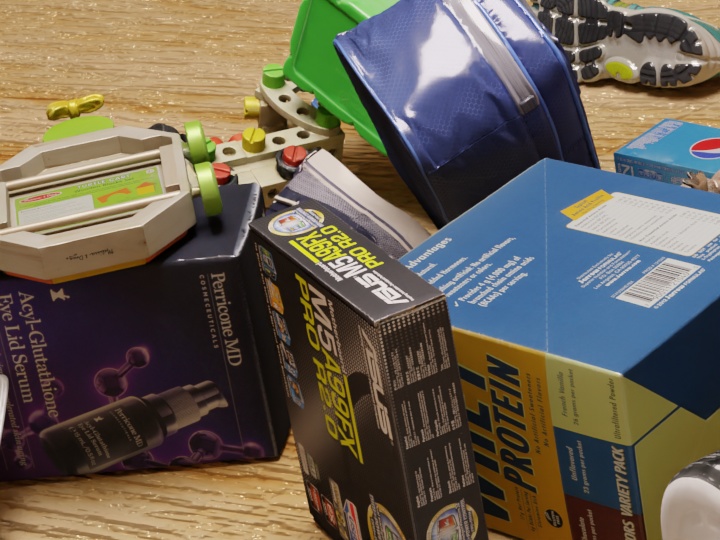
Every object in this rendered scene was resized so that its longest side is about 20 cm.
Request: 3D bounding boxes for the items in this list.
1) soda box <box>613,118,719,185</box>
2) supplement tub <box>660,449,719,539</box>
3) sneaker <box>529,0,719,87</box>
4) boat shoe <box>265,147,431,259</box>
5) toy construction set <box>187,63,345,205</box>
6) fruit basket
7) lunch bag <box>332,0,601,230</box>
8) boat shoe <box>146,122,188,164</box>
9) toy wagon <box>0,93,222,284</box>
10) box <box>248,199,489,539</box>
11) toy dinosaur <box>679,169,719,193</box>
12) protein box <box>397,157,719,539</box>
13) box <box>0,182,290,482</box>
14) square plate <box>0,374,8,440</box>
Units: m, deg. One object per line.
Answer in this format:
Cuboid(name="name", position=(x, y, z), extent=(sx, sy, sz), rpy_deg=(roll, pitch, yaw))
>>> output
Cuboid(name="soda box", position=(0.269, -0.046, 1.538), extent=(0.199, 0.068, 0.064), rpy_deg=(16, 36, 42))
Cuboid(name="supplement tub", position=(0.263, 0.120, 1.158), extent=(0.199, 0.123, 0.122), rpy_deg=(-21, 28, -20))
Cuboid(name="sneaker", position=(0.216, -0.185, 1.852), extent=(0.200, 0.078, 0.079), rpy_deg=(21, 21, 40))
Cuboid(name="boat shoe", position=(0.000, 0.000, 1.570), extent=(0.093, 0.075, 0.200), rpy_deg=(-45, 44, -5))
Cuboid(name="toy construction set", position=(-0.096, -0.089, 1.735), extent=(0.199, 0.092, 0.131), rpy_deg=(-25, 50, -12))
Cuboid(name="fruit basket", position=(0.069, -0.158, 1.721), extent=(0.215, 0.156, 0.216), rpy_deg=(11, 36, -8))
Cuboid(name="lunch bag", position=(0.084, -0.103, 1.510), extent=(0.132, 0.200, 0.136), rpy_deg=(-32, 59, -1))
Cuboid(name="boat shoe", position=(-0.203, -0.037, 1.608), extent=(0.201, 0.063, 0.074), rpy_deg=(-39, 27, 11))
Cuboid(name="toy wagon", position=(-0.169, -0.055, 1.430), extent=(0.154, 0.040, 0.200), rpy_deg=(-12, 27, -4))
Cuboid(name="box", position=(0.007, 0.079, 1.249), extent=(0.044, 0.201, 0.160), rpy_deg=(-21, 29, -19))
Cuboid(name="toy dinosaur", position=(0.223, -0.005, 1.454), extent=(0.086, 0.136, 0.200), rpy_deg=(-16, 56, -31))
Cuboid(name="protein box", position=(0.135, 0.049, 1.330), extent=(0.199, 0.135, 0.198), rpy_deg=(14, 36, 40))
Cuboid(name="box", position=(-0.150, 0.039, 1.445), extent=(0.199, 0.149, 0.104), rpy_deg=(-7, 27, 10))
Cuboid(name="square plate", position=(-0.309, 0.155, 1.356), extent=(0.199, 0.029, 0.199), rpy_deg=(-8, 48, 7))
